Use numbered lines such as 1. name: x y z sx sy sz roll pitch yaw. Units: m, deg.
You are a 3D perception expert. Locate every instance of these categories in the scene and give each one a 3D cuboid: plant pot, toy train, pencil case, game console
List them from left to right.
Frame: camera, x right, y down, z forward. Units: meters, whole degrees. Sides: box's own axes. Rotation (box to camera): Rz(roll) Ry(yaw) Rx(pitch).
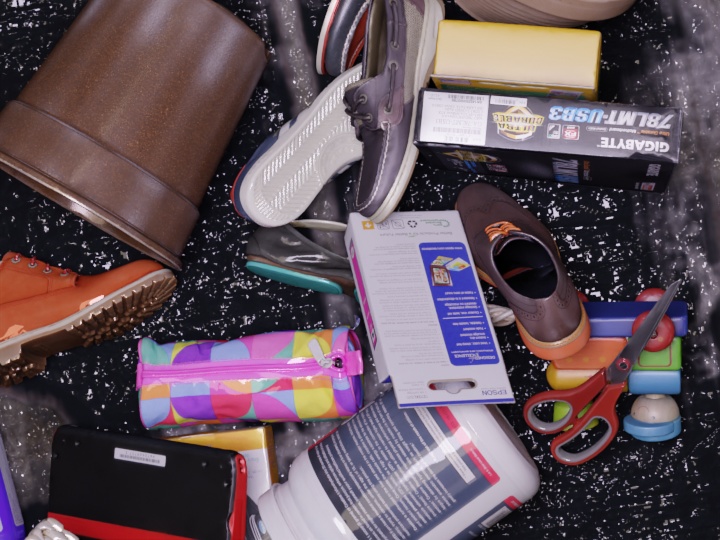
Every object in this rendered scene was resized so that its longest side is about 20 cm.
1. plant pot: -0.186 -0.134 1.412 0.200 0.200 0.198 29 84 8
2. game console: -0.183 0.227 1.436 0.200 0.031 0.177 5 91 30
3. pencil case: -0.090 0.089 1.437 0.200 0.088 0.089 -6 87 8
4. plant pot: 0.130 -0.258 1.391 0.201 0.201 0.093 39 133 7
5. toy train: 0.169 0.080 1.411 0.200 0.085 0.116 -1 104 11

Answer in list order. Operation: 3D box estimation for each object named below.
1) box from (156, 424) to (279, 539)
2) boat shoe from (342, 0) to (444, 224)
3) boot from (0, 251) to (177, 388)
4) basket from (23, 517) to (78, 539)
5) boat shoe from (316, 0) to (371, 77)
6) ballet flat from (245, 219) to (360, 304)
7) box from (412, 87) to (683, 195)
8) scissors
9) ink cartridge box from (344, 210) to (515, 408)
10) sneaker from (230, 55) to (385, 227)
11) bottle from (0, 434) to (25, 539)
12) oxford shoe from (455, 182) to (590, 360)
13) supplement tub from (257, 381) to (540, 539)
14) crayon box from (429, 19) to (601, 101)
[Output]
1. box: -0.123 0.238 1.460 0.119 0.041 0.200 -7 90 8
2. boat shoe: 0.017 -0.138 1.386 0.065 0.072 0.200 17 78 -20
3. boot: -0.261 0.018 1.470 0.200 0.075 0.107 -22 70 -1
4. basket: -0.246 0.334 1.361 0.198 0.200 0.161 36 49 0
5. boat shoe: 0.024 -0.249 1.441 0.063 0.071 0.200 25 88 5
6. ballet flat: 0.000 0.000 1.438 0.200 0.068 0.068 23 79 8
7. box: 0.150 -0.101 1.351 0.198 0.200 0.050 7 88 7
8. scissors: 0.208 0.085 1.356 0.073 0.014 0.200 41 123 -6
9. ink cartridge box: 0.052 0.035 1.352 0.095 0.037 0.200 -2 48 -15
10. sneaker: -0.033 -0.113 1.446 0.200 0.084 0.075 -39 105 -18
11. bottle: -0.351 0.159 1.478 0.083 0.065 0.200 -17 86 8
12. oxford shoe: 0.126 -0.019 1.373 0.071 0.073 0.200 -28 44 -3
13. supplement tub: 0.032 0.176 1.388 0.200 0.140 0.140 -36 84 5
14. crayon box: 0.127 -0.158 1.355 0.126 0.200 0.052 6 89 8
